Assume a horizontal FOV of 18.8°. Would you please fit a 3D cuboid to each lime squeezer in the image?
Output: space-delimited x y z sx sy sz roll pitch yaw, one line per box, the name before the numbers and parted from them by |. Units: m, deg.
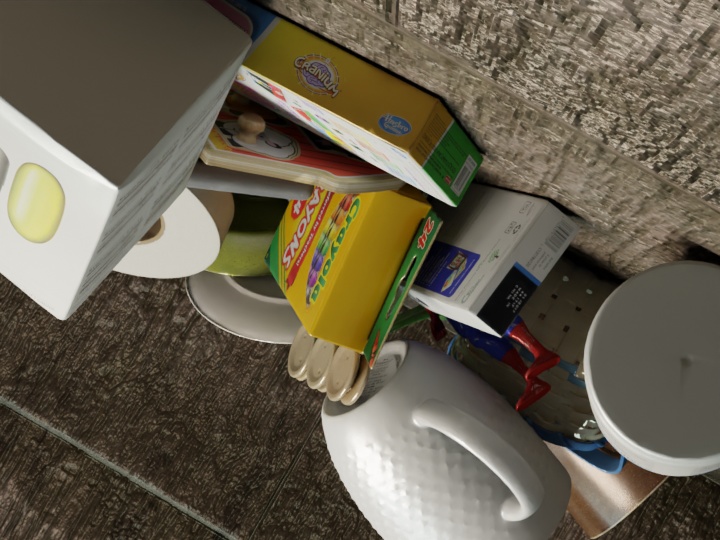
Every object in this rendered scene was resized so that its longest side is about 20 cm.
lime squeezer | 0.062 0.007 1.793 0.070 0.200 0.038 -1 128 24

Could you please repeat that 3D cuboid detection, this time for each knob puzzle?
knob puzzle | -0.043 -0.107 1.584 0.219 0.031 0.220 16 -161 -6

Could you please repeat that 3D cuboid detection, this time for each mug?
mug | 0.069 0.146 1.694 0.175 0.148 0.200 49 160 -18

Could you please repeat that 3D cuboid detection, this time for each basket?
basket | 0.160 0.078 1.804 0.176 0.139 0.200 30 146 12

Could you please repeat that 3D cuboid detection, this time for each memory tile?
memory tile | 0.000 0.000 1.692 0.017 0.201 0.153 20 179 -20

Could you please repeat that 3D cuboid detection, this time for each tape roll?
tape roll | -0.197 -0.064 1.693 0.202 0.037 0.203 16 151 9

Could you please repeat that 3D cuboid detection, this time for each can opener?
can opener | -0.123 -0.083 1.578 0.199 0.054 0.067 6 -175 -19

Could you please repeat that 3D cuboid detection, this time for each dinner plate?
dinner plate | -0.050 -0.007 1.847 0.200 0.200 0.024 27 137 37

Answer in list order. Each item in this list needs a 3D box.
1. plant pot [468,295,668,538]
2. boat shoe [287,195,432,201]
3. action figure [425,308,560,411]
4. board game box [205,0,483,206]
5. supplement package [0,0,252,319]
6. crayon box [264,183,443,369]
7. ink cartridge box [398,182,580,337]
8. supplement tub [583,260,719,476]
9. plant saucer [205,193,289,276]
plant pot | 0.200 0.104 1.959 0.200 0.187 0.187 44 177 2
boat shoe | 0.003 -0.072 1.807 0.200 0.071 0.064 30 142 33
action figure | 0.072 0.022 1.700 0.200 0.052 0.066 48 154 27
board game box | -0.025 -0.120 1.448 0.200 0.040 0.153 29 177 17
supplement package | -0.205 -0.110 1.403 0.191 0.147 0.200 37 149 2
crayon box | -0.008 -0.023 1.639 0.051 0.127 0.200 20 -167 -21
ink cartridge box | 0.083 -0.013 1.604 0.039 0.100 0.200 37 176 -20
supplement tub | 0.214 0.068 1.440 0.132 0.132 0.200 29 176 9
plant saucer | -0.083 -0.066 1.886 0.200 0.200 0.031 27 136 35
